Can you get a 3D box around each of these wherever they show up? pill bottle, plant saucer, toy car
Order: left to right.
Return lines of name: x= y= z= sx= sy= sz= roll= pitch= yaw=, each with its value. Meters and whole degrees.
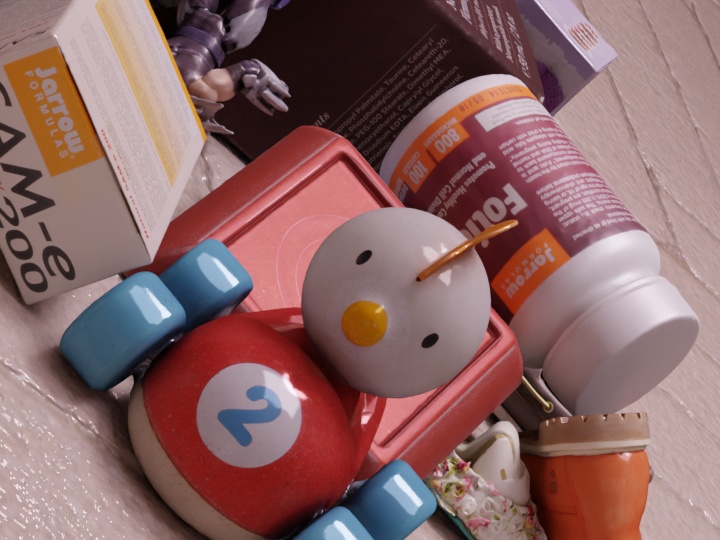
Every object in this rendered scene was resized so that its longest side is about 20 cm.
plant saucer: x=-0.008 y=0.021 z=1.548 sx=0.200 sy=0.037 sz=0.200 roll=49 pitch=41 yaw=1
toy car: x=-0.006 y=0.035 z=1.366 sx=0.184 sy=0.200 sz=0.177 roll=50 pitch=22 yaw=5
pill bottle: x=0.110 y=-0.013 z=1.688 sx=0.200 sy=0.114 sz=0.114 roll=52 pitch=17 yaw=24

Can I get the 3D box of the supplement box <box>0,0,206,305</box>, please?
supplement box: x=-0.147 y=-0.081 z=1.432 sx=0.200 sy=0.073 sz=0.126 roll=-76 pitch=145 yaw=-70

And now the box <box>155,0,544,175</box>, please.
box: x=-0.011 y=-0.153 z=1.816 sx=0.200 sy=0.164 sz=0.166 roll=40 pitch=19 yaw=-25

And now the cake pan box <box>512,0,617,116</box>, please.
cake pan box: x=0.053 y=-0.165 z=1.962 sx=0.200 sy=0.184 sz=0.052 roll=50 pitch=29 yaw=1

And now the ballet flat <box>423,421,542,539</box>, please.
ballet flat: x=0.051 y=0.096 z=1.616 sx=0.200 sy=0.064 sz=0.076 roll=48 pitch=17 yaw=-6

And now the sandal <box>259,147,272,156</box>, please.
sandal: x=0.000 y=0.000 z=1.690 sx=0.200 sy=0.079 sz=0.087 roll=50 pitch=9 yaw=-22

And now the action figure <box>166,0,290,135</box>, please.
action figure: x=-0.086 y=-0.141 z=1.631 sx=0.130 sy=0.200 sz=0.069 roll=25 pitch=-24 yaw=20

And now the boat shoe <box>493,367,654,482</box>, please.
boat shoe: x=0.114 y=0.076 z=1.812 sx=0.200 sy=0.059 sz=0.072 roll=54 pitch=18 yaw=16

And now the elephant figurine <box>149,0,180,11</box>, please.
elephant figurine: x=-0.160 y=-0.260 z=1.754 sx=0.155 sy=0.141 sz=0.200 roll=51 pitch=16 yaw=-49

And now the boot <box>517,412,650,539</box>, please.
boot: x=0.130 y=0.145 z=1.671 sx=0.200 sy=0.075 sz=0.108 roll=132 pitch=-47 yaw=-82
